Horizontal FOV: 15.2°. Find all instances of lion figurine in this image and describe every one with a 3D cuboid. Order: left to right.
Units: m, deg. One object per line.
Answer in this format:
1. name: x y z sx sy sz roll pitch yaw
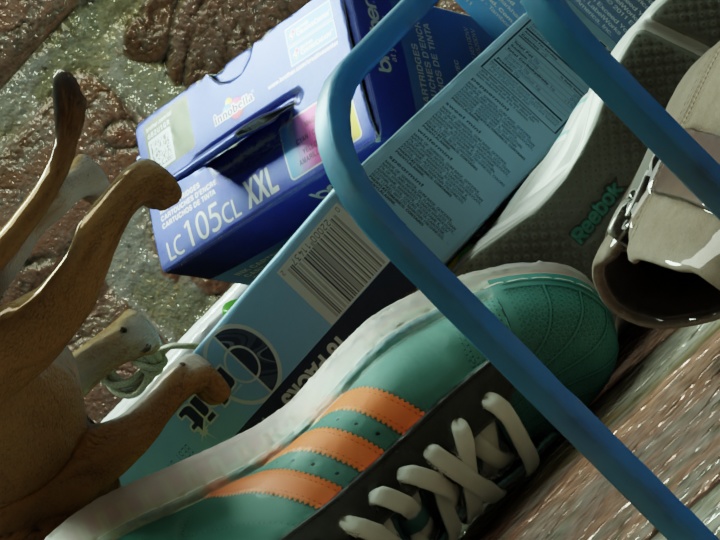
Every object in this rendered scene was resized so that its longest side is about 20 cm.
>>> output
1. lion figurine: -0.105 0.039 0.814 0.122 0.072 0.200 -40 -37 -20

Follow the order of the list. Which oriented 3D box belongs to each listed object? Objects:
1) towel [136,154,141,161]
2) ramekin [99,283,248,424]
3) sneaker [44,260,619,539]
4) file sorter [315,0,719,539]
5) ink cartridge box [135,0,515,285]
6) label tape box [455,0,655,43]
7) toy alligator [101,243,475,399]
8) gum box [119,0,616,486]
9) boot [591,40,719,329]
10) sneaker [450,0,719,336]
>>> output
1. towel: 0.007 -0.066 1.259 0.200 0.024 0.145 -18 -9 18
2. ramekin: -0.045 0.060 1.315 0.200 0.098 0.200 -46 2 2
3. sneaker: -0.001 0.075 0.798 0.200 0.071 0.080 -33 41 -3
4. file sorter: 0.108 -0.056 0.371 0.200 0.123 0.139 -43 4 42
5. ink cartridge box: 0.002 -0.048 1.135 0.200 0.077 0.136 11 -32 -43
6. label tape box: 0.123 -0.128 1.026 0.066 0.143 0.200 -47 3 -31
7. toy alligator: -0.013 0.016 1.123 0.199 0.059 0.054 -9 25 18
8. gum box: 0.000 0.000 0.955 0.170 0.045 0.200 -49 -2 35
9. boot: 0.130 -0.048 0.661 0.146 0.070 0.200 -53 3 -15
10. sneaker: 0.089 -0.030 0.885 0.200 0.070 0.080 -46 0 2
